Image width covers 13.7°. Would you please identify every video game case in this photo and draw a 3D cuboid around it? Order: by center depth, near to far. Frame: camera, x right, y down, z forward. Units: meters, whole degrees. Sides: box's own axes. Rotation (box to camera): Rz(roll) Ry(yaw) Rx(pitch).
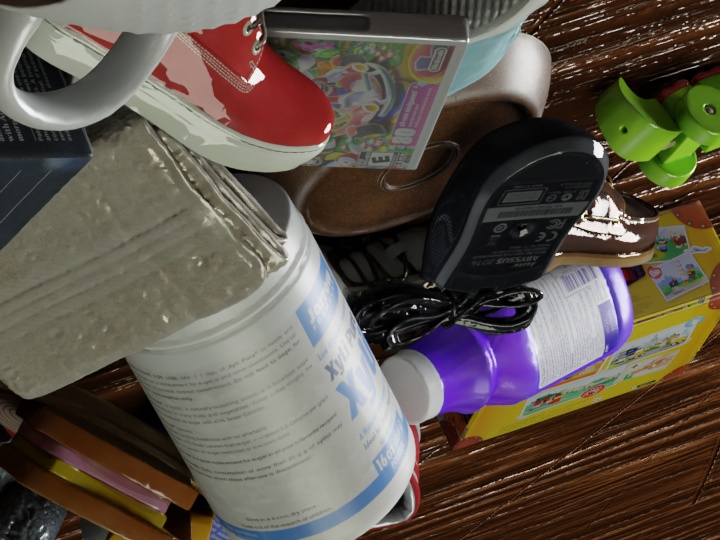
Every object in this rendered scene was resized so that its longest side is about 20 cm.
[{"bbox_3d":[-0.054,-0.096,1.574,0.198,0.018,0.143,2,154,-11],"label":"video game case"}]

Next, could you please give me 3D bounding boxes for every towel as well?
[{"bbox_3d":[-0.147,-0.012,1.612,0.199,0.035,0.133,-25,122,27],"label":"towel"}]

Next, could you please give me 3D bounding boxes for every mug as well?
[{"bbox_3d":[-0.098,-0.150,1.267,0.175,0.147,0.201,5,116,-60],"label":"mug"}]

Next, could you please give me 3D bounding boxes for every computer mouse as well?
[{"bbox_3d":[0.077,-0.033,1.814,0.138,0.053,0.200,-1,144,-30],"label":"computer mouse"}]

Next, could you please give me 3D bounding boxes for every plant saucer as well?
[{"bbox_3d":[0.029,-0.075,1.796,0.199,0.035,0.201,-21,158,-9],"label":"plant saucer"}]

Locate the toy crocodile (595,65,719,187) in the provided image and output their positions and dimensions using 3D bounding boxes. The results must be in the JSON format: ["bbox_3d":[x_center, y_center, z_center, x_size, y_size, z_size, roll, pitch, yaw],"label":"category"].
[{"bbox_3d":[0.233,-0.105,1.927,0.199,0.062,0.068,-16,158,-35],"label":"toy crocodile"}]

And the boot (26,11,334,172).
[{"bbox_3d":[-0.055,-0.133,1.441,0.144,0.073,0.199,-42,135,22],"label":"boot"}]

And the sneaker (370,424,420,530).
[{"bbox_3d":[-0.042,0.096,1.914,0.199,0.113,0.071,27,119,-21],"label":"sneaker"}]

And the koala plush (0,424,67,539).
[{"bbox_3d":[-0.231,0.219,1.980,0.177,0.201,0.183,-37,156,32],"label":"koala plush"}]

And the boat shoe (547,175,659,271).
[{"bbox_3d":[0.136,-0.039,1.953,0.199,0.070,0.071,-7,114,-53],"label":"boat shoe"}]

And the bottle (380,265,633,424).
[{"bbox_3d":[0.095,0.046,1.982,0.199,0.084,0.065,-26,-169,-40],"label":"bottle"}]

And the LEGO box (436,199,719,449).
[{"bbox_3d":[0.152,0.040,2.151,0.199,0.078,0.149,-17,158,-19],"label":"LEGO box"}]

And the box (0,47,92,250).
[{"bbox_3d":[-0.255,-0.057,1.408,0.199,0.108,0.148,-3,151,-44],"label":"box"}]

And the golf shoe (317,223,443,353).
[{"bbox_3d":[0.000,0.000,1.900,0.094,0.078,0.200,-39,166,21],"label":"golf shoe"}]

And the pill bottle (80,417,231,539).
[{"bbox_3d":[-0.100,0.140,2.063,0.200,0.113,0.112,-36,157,30],"label":"pill bottle"}]

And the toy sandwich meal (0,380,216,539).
[{"bbox_3d":[-0.168,0.127,1.858,0.071,0.204,0.205,-63,164,-13],"label":"toy sandwich meal"}]

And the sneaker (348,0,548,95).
[{"bbox_3d":[0.060,-0.146,1.611,0.082,0.074,0.200,-11,166,-44],"label":"sneaker"}]

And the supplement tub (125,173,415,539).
[{"bbox_3d":[-0.059,0.059,1.755,0.131,0.132,0.201,-25,125,2],"label":"supplement tub"}]
